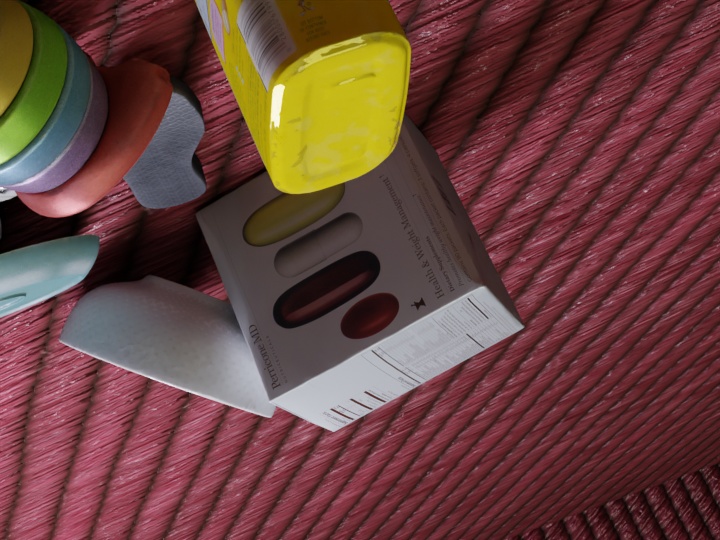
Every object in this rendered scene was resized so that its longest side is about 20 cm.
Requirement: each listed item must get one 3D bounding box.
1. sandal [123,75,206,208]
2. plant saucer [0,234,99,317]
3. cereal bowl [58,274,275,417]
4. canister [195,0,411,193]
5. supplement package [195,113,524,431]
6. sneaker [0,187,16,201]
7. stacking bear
[{"bbox_3d":[-0.155,-0.097,0.977,0.076,0.043,0.200,-13,165,-9],"label":"sandal"},{"bbox_3d":[-0.290,0.020,1.011,0.199,0.028,0.200,-22,178,-1],"label":"plant saucer"},{"bbox_3d":[-0.157,0.059,1.166,0.200,0.199,0.084,35,75,-64],"label":"cereal bowl"},{"bbox_3d":[-0.047,-0.160,0.727,0.086,0.201,0.149,-19,157,-12],"label":"canister"},{"bbox_3d":[0.000,0.000,1.137,0.199,0.192,0.147,-30,156,10],"label":"supplement package"},{"bbox_3d":[-0.282,-0.079,0.843,0.081,0.076,0.200,-21,158,20],"label":"sneaker"},{"bbox_3d":[-0.224,-0.119,0.759,0.200,0.121,0.114,36,74,-52],"label":"stacking bear"}]
